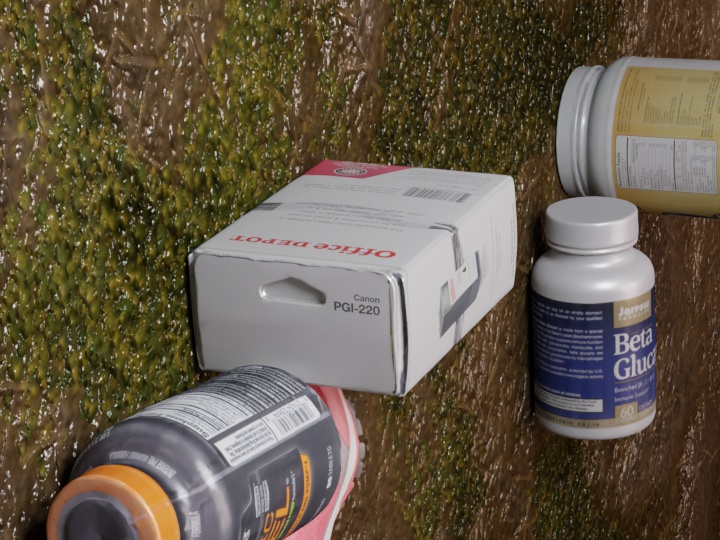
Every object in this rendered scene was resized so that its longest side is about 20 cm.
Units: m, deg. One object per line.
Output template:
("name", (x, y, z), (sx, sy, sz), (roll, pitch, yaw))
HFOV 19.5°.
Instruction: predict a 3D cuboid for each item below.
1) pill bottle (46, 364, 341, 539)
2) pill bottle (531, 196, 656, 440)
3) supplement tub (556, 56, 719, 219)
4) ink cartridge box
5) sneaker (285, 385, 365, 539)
("pill bottle", (-0.096, 0.125, 1.185), (0.200, 0.106, 0.107), (-23, 116, -63))
("pill bottle", (0.208, 0.041, 1.872), (0.111, 0.111, 0.201), (-39, 130, -59))
("supplement tub", (0.293, -0.122, 1.922), (0.145, 0.199, 0.145), (5, 90, -66))
("ink cartridge box", (0.000, 0.000, 1.332), (0.200, 0.145, 0.085), (-37, 129, -60))
("sneaker", (-0.050, 0.152, 1.340), (0.087, 0.073, 0.201), (3, 93, -65))
